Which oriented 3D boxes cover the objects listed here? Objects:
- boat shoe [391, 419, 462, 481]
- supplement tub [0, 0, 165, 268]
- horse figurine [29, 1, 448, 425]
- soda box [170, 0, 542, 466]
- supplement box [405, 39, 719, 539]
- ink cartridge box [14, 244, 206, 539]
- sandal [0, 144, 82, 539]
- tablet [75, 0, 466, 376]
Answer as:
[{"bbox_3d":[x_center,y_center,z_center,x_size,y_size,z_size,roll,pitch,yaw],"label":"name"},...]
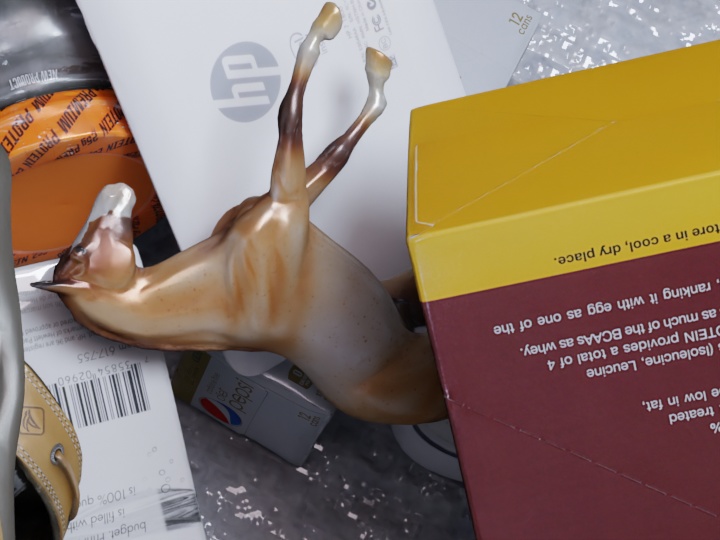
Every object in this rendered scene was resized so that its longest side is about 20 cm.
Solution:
[{"bbox_3d":[0.112,0.041,0.812,0.198,0.066,0.072,0,67,-12],"label":"boat shoe"},{"bbox_3d":[-0.135,-0.110,0.772,0.122,0.123,0.201,-12,67,-16],"label":"supplement tub"},{"bbox_3d":[0.000,0.000,0.716,0.200,0.050,0.133,34,85,-37],"label":"horse figurine"},{"bbox_3d":[-0.001,-0.028,0.816,0.063,0.068,0.201,28,65,0],"label":"soda box"},{"bbox_3d":[0.129,0.040,0.650,0.196,0.133,0.201,-12,110,6],"label":"supplement box"},{"bbox_3d":[-0.115,0.101,0.719,0.115,0.068,0.201,-13,91,-16],"label":"ink cartridge box"},{"bbox_3d":[-0.119,0.055,0.656,0.054,0.082,0.202,5,78,-36],"label":"sandal"},{"bbox_3d":[-0.026,-0.076,0.724,0.130,0.014,0.201,-31,113,-24],"label":"tablet"}]
